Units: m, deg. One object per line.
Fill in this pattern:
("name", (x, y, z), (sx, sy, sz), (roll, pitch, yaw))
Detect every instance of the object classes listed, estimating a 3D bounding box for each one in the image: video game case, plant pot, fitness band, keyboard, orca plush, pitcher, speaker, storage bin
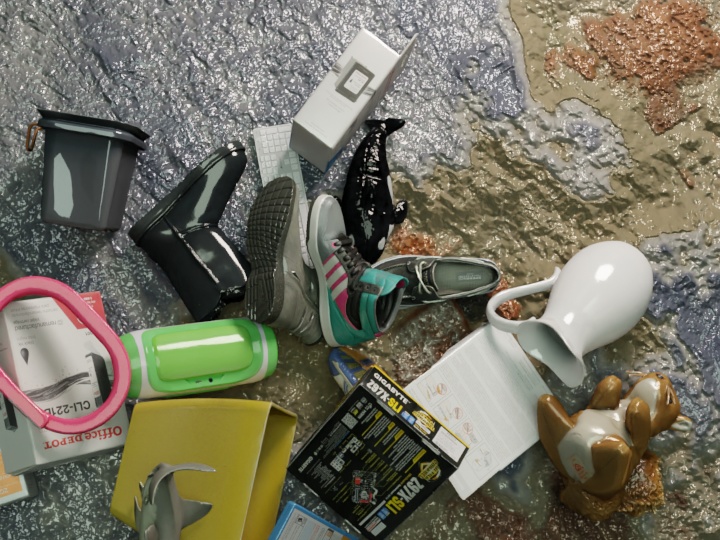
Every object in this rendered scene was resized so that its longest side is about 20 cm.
("video game case", (-0.052, 0.393, 1.524), (0.199, 0.018, 0.144), (36, 76, -34))
("plant pot", (-0.196, 0.252, 1.505), (0.174, 0.200, 0.203), (11, 80, 9))
("fitness band", (-0.363, 0.101, 1.437), (0.200, 0.037, 0.144), (46, 72, -2))
("keyboard", (-0.101, -0.098, 1.650), (0.055, 0.011, 0.203), (-10, 83, -7))
("orca plush", (0.023, -0.113, 1.634), (0.104, 0.071, 0.202), (21, 80, -2))
("pitcher", (0.279, 0.039, 1.609), (0.171, 0.122, 0.200), (31, 56, 28))
("speaker", (-0.209, 0.110, 1.544), (0.197, 0.088, 0.090), (-6, 82, -27))
("storage bin", (-0.353, -0.122, 1.541), (0.143, 0.200, 0.136), (9, 90, -4))

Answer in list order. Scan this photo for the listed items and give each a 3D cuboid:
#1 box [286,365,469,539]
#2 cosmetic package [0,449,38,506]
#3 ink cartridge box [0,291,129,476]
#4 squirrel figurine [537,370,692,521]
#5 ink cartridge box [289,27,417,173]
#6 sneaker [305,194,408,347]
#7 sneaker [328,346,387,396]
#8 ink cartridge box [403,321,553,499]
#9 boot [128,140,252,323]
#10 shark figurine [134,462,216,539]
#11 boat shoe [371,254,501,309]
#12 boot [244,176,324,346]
("box", (0.018, 0.236, 1.529), (0.159, 0.200, 0.049), (39, 38, 1))
("cosmetic package", (-0.486, 0.202, 1.534), (0.100, 0.071, 0.203), (-18, 83, -8))
("ink cartridge box", (-0.382, 0.139, 1.516), (0.143, 0.083, 0.203), (-8, 82, -46))
("squirrel figurine", (0.343, 0.227, 1.597), (0.185, 0.141, 0.202), (-27, 125, -34))
("ink cartridge box", (-0.011, -0.240, 1.626), (0.066, 0.116, 0.201), (35, 77, 2))
("sneaker", (0.000, 0.000, 1.567), (0.119, 0.083, 0.203), (-2, 103, 31))
("sneaker", (0.014, 0.192, 1.586), (0.200, 0.075, 0.088), (49, 121, 21))
("ink cartridge box", (0.152, 0.179, 1.589), (0.199, 0.057, 0.164), (-33, 87, -24))
("boot", (-0.183, -0.047, 1.599), (0.200, 0.076, 0.168), (-42, 85, -4))
("shark figurine", (-0.205, 0.262, 1.359), (0.088, 0.217, 0.129), (0, 38, -18))
("boat shoe", (0.092, 0.008, 1.622), (0.197, 0.071, 0.073), (-9, 83, -4))
("boot", (-0.089, -0.010, 1.592), (0.067, 0.130, 0.203), (-3, 74, 34))
